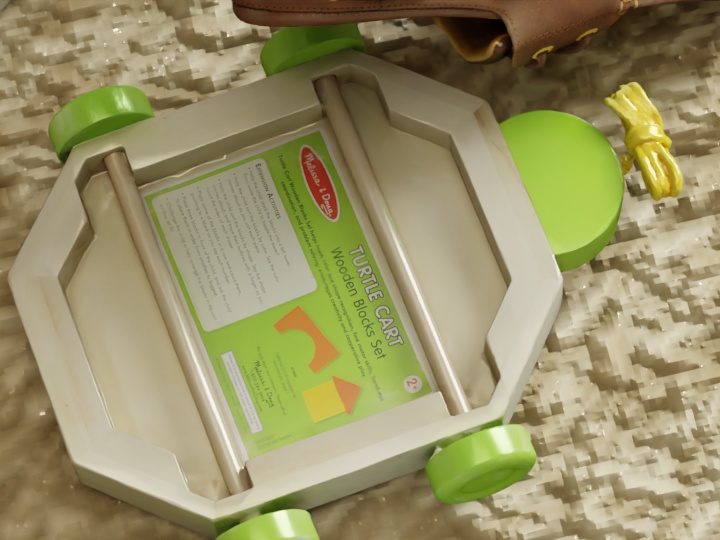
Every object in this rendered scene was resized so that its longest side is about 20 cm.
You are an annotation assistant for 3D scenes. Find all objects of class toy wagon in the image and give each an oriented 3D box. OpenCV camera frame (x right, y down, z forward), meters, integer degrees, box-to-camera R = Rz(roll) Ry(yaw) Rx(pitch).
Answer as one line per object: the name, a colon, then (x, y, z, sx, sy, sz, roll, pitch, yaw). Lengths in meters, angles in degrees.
toy wagon: (0.000, 0.000, 0.861, 0.200, 0.040, 0.155, -20, 70, -6)

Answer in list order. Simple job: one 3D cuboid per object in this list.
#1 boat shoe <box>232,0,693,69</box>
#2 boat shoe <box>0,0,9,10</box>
boat shoe: (0.043, -0.094, 0.850, 0.200, 0.072, 0.068, 4, 102, -35)
boat shoe: (-0.167, -0.094, 0.890, 0.200, 0.063, 0.073, -39, 72, -12)
